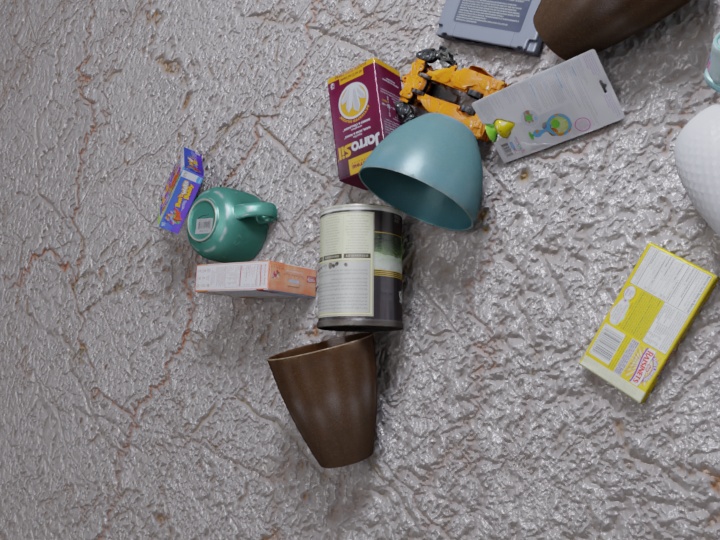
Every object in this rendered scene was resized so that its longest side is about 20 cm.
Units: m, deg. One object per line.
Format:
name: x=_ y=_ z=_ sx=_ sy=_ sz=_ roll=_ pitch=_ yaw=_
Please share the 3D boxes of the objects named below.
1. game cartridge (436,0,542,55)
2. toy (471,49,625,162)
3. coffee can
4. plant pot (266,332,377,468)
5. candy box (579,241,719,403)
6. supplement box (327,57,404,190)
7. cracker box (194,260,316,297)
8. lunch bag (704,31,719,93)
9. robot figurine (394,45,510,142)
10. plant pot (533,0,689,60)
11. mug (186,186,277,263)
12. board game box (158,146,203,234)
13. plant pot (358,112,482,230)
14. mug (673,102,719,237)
game cartridge: x=0.228 y=-0.436 z=1.235 sx=0.200 sy=0.041 sz=0.134 roll=26 pitch=95 yaw=37
toy: x=0.284 y=-0.251 z=1.139 sx=0.200 sy=0.115 sz=0.047 roll=-20 pitch=27 yaw=32
coffee can: x=0.000 y=0.000 z=1.275 sx=0.146 sy=0.146 sz=0.201 roll=-6 pitch=80 yaw=37
plant pot: x=-0.045 y=0.224 z=1.275 sx=0.186 sy=0.187 sz=0.201 roll=-14 pitch=89 yaw=35
candy box: x=0.396 y=0.072 z=1.034 sx=0.102 sy=0.026 sz=0.200 roll=35 pitch=105 yaw=33
supplement box: x=0.017 y=-0.259 z=1.339 sx=0.110 sy=0.086 sz=0.201 roll=-16 pitch=74 yaw=35
cracker box: x=-0.201 y=0.019 z=1.437 sx=0.199 sy=0.134 sz=0.058 roll=-2 pitch=81 yaw=37
lunch bag: x=0.528 y=-0.270 z=0.901 sx=0.200 sy=0.077 sz=0.160 roll=-35 pitch=51 yaw=-16
robot figurine: x=0.149 y=-0.293 z=1.260 sx=0.200 sy=0.058 sz=0.145 roll=32 pitch=102 yaw=36
plant pot: x=0.348 y=-0.396 z=1.053 sx=0.200 sy=0.186 sz=0.187 roll=-42 pitch=59 yaw=41
mug: x=-0.272 y=-0.105 z=1.522 sx=0.185 sy=0.114 sz=0.152 roll=-51 pitch=57 yaw=21
board game box: x=-0.385 y=-0.175 z=1.602 sx=0.135 sy=0.045 sz=0.200 roll=-62 pitch=22 yaw=13
plant pot: x=0.114 y=-0.170 z=1.197 sx=0.200 sy=0.200 sz=0.135 roll=18 pitch=77 yaw=38
mug: x=0.502 y=-0.130 z=0.922 sx=0.200 sy=0.148 sz=0.176 roll=-28 pitch=57 yaw=0
